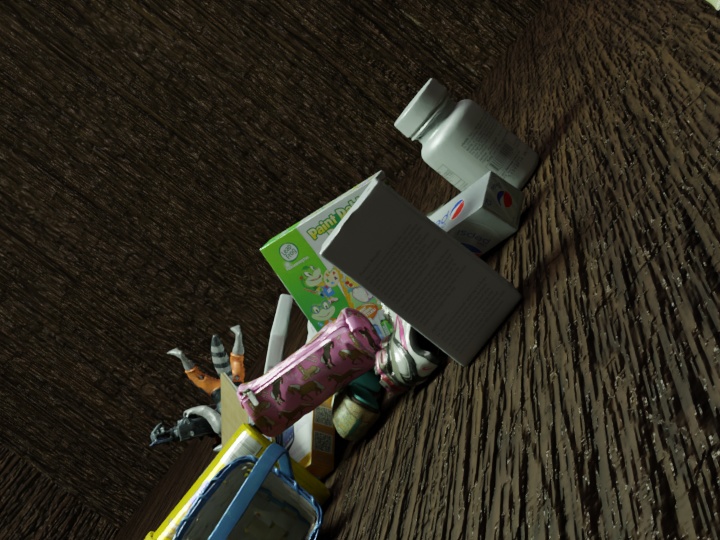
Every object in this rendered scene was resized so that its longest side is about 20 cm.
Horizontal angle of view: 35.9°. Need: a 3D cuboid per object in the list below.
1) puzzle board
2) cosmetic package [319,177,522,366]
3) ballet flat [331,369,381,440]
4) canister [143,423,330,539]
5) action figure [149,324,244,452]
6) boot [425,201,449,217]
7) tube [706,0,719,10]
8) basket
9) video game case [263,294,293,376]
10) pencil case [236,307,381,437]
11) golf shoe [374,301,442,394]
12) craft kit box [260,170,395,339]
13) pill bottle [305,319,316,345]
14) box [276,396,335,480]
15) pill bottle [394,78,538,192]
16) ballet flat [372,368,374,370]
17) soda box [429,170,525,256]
[{"bbox_3d":[-0.152,0.248,1.528,0.200,0.017,0.151,38,131,56],"label":"puzzle board"},{"bbox_3d":[0.064,0.000,1.202,0.102,0.200,0.071,-51,6,7],"label":"cosmetic package"},{"bbox_3d":[-0.011,0.172,1.457,0.071,0.071,0.200,-52,7,7],"label":"ballet flat"},{"bbox_3d":[-0.149,0.305,1.343,0.200,0.148,0.087,-51,5,-7],"label":"canister"},{"bbox_3d":[-0.224,0.201,1.678,0.200,0.194,0.104,-20,0,-35],"label":"action figure"},{"bbox_3d":[0.109,-0.029,1.678,0.130,0.068,0.200,-16,-27,12],"label":"boot"},{"bbox_3d":[0.414,-0.339,1.288,0.200,0.052,0.058,-84,-9,-73],"label":"tube"},{"bbox_3d":[-0.122,0.282,1.192,0.177,0.139,0.200,-55,-20,-16],"label":"basket"},{"bbox_3d":[-0.129,0.148,1.626,0.200,0.024,0.183,-89,9,-76],"label":"video game case"},{"bbox_3d":[-0.061,0.128,1.393,0.200,0.083,0.087,-36,0,17],"label":"pencil case"},{"bbox_3d":[0.072,0.052,1.359,0.092,0.072,0.201,-32,42,37],"label":"golf shoe"},{"bbox_3d":[0.000,0.000,1.483,0.200,0.198,0.049,-31,7,25],"label":"craft kit box"},{"bbox_3d":[-0.020,0.068,1.763,0.113,0.113,0.200,-58,-7,-46],"label":"pill bottle"},{"bbox_3d":[-0.076,0.204,1.529,0.119,0.041,0.201,-46,31,45],"label":"box"},{"bbox_3d":[0.154,-0.186,1.636,0.114,0.200,0.114,-51,6,7],"label":"pill bottle"},{"bbox_3d":[0.028,0.101,1.576,0.200,0.065,0.071,-52,17,17],"label":"ballet flat"},{"bbox_3d":[0.134,-0.051,1.511,0.200,0.063,0.068,-38,28,47],"label":"soda box"}]
